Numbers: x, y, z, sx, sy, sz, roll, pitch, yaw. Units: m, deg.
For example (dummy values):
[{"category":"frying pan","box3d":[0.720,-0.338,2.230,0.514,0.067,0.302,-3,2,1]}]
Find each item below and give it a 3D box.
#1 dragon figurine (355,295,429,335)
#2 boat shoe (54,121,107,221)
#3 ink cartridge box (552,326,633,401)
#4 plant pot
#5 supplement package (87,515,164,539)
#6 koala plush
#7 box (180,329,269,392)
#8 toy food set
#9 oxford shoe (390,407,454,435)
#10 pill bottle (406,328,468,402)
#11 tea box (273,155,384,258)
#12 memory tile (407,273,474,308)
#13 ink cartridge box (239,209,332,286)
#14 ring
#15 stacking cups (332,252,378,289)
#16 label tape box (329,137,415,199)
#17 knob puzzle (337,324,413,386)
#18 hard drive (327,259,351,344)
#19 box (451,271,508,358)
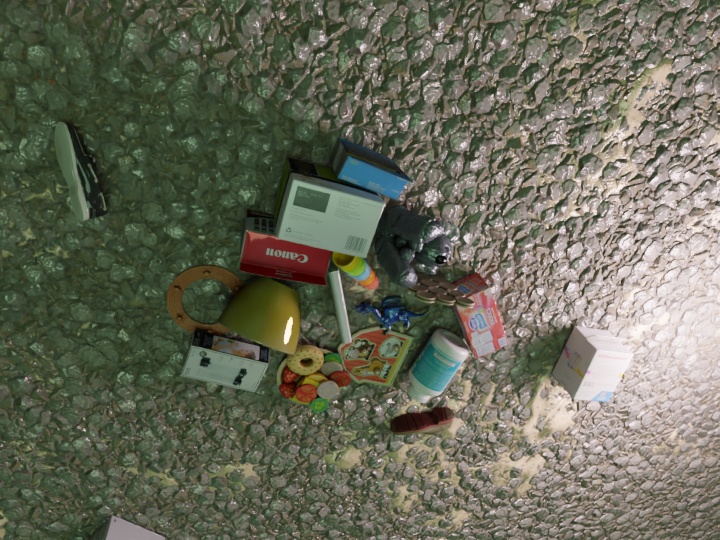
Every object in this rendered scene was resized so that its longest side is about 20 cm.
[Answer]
[{"category":"dragon figurine","box3d":[0.089,0.106,1.375,0.198,0.059,0.100,-14,119,-3]},{"category":"boat shoe","box3d":[-0.578,-0.206,1.085,0.060,0.073,0.202,-23,108,-45]},{"category":"ink cartridge box","box3d":[0.684,0.265,1.535,0.127,0.125,0.201,8,114,-15]},{"category":"plant pot","box3d":[-0.222,0.096,1.252,0.199,0.200,0.143,26,83,-22]},{"category":"supplement package","box3d":[-0.731,0.882,1.552,0.191,0.147,0.200,39,105,-25]},{"category":"koala plush","box3d":[0.147,-0.064,1.265,0.199,0.184,0.178,9,116,-39]},{"category":"box","box3d":[-0.346,0.235,1.343,0.199,0.060,0.117,17,122,-18]},{"category":"toy food set","box3d":[-0.130,0.294,1.429,0.197,0.049,0.201,24,111,-20]},{"category":"oxford shoe","box3d":[0.188,0.475,1.575,0.198,0.071,0.075,-8,123,-6]},{"category":"pill bottle","box3d":[0.206,0.270,1.452,0.110,0.111,0.201,23,110,-21]},{"category":"tea box","box3d":[-0.077,-0.142,1.139,0.198,0.197,0.134,13,113,-16]},{"category":"memory tile","box3d":[0.178,0.046,1.284,0.152,0.200,0.017,8,106,-16]},{"category":"ink cartridge box","box3d":[-0.167,-0.053,1.179,0.198,0.176,0.084,10,115,-16]},{"category":"ring","box3d":[-0.377,0.081,1.293,0.199,0.019,0.202,-4,118,-8]},{"category":"stacking cups","box3d":[0.000,0.000,1.253,0.060,0.061,0.200,-35,149,7]},{"category":"label tape box","box3d":[0.019,-0.212,1.121,0.143,0.200,0.064,17,112,-18]},{"category":"knob puzzle","box3d":[0.030,0.239,1.447,0.218,0.031,0.221,-4,117,-9]},{"category":"hard drive","box3d":[-0.057,0.061,1.282,0.026,0.132,0.201,-11,118,-5]},{"category":"box","box3d":[0.313,0.122,1.407,0.102,0.095,0.201,-25,118,2]}]
